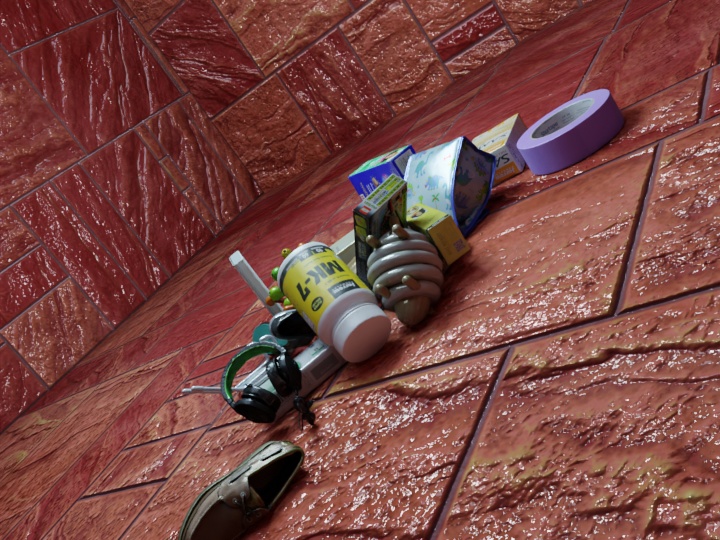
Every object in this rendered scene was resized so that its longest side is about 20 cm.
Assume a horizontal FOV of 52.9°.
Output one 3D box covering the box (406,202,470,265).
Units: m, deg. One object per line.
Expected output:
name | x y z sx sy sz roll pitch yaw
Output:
box | 0.126 -0.069 1.280 0.050 0.075 0.200 -34 15 -4

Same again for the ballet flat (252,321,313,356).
ballet flat | -0.147 0.134 1.414 0.068 0.068 0.200 2 -5 -28

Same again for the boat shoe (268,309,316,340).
boat shoe | -0.063 0.082 1.285 0.199 0.070 0.066 -10 4 -13

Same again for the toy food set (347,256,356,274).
toy food set | 0.000 0.000 1.458 0.198 0.049 0.200 -45 5 30

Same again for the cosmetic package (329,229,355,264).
cosmetic package | -0.033 -0.024 1.629 0.200 0.073 0.104 -35 15 -1

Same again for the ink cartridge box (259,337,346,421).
ink cartridge box | -0.124 0.175 1.281 0.161 0.050 0.200 -39 18 -12

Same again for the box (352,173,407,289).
box | 0.036 -0.063 1.281 0.110 0.035 0.200 -45 -27 -27

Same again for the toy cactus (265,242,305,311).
toy cactus | -0.093 0.040 1.373 0.102 0.165 0.200 -58 -1 -41

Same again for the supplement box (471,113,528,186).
supplement box | 0.300 -0.259 1.600 0.126 0.074 0.200 -27 18 31

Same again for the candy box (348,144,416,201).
candy box | 0.082 -0.179 1.654 0.077 0.169 0.200 -39 15 -27

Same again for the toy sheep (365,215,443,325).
toy sheep | 0.071 -0.004 1.183 0.138 0.138 0.201 -24 60 36

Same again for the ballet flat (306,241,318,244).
ballet flat | -0.091 0.012 1.491 0.070 0.200 0.071 -3 54 4

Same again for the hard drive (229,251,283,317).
hard drive | -0.200 0.052 1.515 0.026 0.200 0.132 -38 15 -6

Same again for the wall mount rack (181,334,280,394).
wall mount rack | -0.232 0.194 1.340 0.174 0.075 0.200 -39 3 -24

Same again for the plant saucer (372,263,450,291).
plant saucer | 0.106 -0.006 1.339 0.200 0.036 0.200 -33 16 11

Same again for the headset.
headset | -0.142 0.180 1.129 0.200 0.094 0.124 30 69 36

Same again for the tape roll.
tape roll | 0.410 -0.271 1.421 0.200 0.066 0.200 -34 15 10

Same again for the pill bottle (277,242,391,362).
pill bottle | -0.043 0.052 1.192 0.114 0.114 0.200 -38 52 -9

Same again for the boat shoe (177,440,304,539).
boat shoe | -0.152 0.294 0.938 0.068 0.072 0.200 -17 24 52

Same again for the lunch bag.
lunch bag | 0.170 -0.144 1.456 0.170 0.127 0.201 -13 56 55
